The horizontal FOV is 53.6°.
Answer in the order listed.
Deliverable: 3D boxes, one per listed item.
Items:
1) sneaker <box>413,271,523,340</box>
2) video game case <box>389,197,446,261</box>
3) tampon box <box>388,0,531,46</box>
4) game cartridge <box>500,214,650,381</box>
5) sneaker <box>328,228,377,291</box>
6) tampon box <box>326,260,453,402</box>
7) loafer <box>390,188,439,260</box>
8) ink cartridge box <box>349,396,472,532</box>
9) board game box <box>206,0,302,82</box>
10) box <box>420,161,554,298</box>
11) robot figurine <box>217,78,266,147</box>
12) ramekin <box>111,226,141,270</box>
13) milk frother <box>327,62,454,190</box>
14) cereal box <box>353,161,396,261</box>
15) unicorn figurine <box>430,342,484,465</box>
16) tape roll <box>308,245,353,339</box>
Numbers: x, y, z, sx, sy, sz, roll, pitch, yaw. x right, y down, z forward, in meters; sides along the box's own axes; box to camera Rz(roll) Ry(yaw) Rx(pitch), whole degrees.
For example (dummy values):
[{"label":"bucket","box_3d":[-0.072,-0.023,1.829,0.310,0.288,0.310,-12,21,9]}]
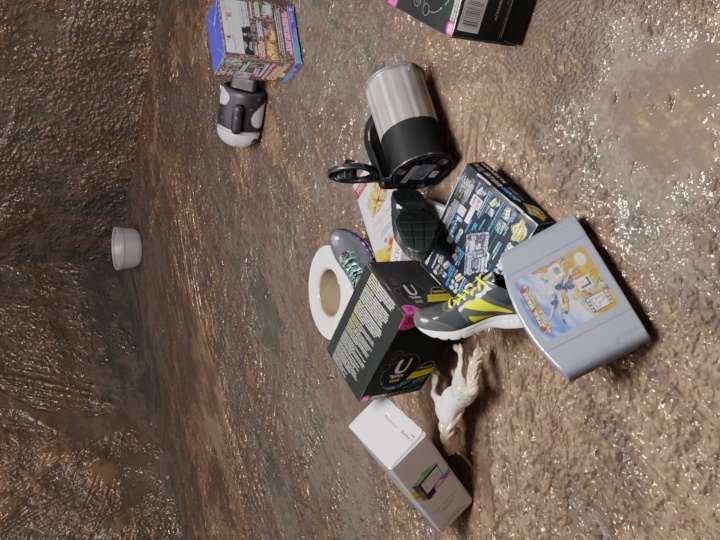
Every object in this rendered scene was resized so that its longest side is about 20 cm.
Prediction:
[{"label":"sneaker","box_3d":[0.173,0.042,1.043,0.075,0.197,0.086,-88,-13,-65]},{"label":"video game case","box_3d":[0.129,-0.023,1.230,0.199,0.023,0.185,27,116,42]},{"label":"tampon box","box_3d":[0.154,-0.445,1.072,0.200,0.125,0.151,49,132,47]},{"label":"game cartridge","box_3d":[0.271,0.036,0.941,0.202,0.132,0.042,67,-172,30]},{"label":"sneaker","box_3d":[0.000,0.000,1.378,0.074,0.087,0.201,-39,80,15]},{"label":"tampon box","box_3d":[0.060,0.099,1.195,0.127,0.149,0.201,53,132,35]},{"label":"loafer","box_3d":[0.086,-0.062,1.161,0.201,0.072,0.073,-91,4,-60]},{"label":"ink cartridge box","box_3d":[0.085,0.327,1.215,0.145,0.084,0.201,32,159,55]},{"label":"board game box","box_3d":[-0.258,-0.557,1.725,0.097,0.198,0.162,-29,67,58]},{"label":"box","box_3d":[0.188,-0.041,1.105,0.159,0.046,0.201,47,130,33]},{"label":"robot figurine","box_3d":[-0.320,-0.434,1.928,0.124,0.149,0.202,30,120,31]},{"label":"ramekin","box_3d":[-1.088,-0.103,3.317,0.199,0.104,0.203,6,97,60]},{"label":"milk frother","box_3d":[0.034,-0.240,1.226,0.180,0.199,0.190,-32,64,35]},{"label":"cereal box","box_3d":[0.054,-0.123,1.376,0.144,0.039,0.202,-49,51,49]},{"label":"unicorn figurine","box_3d":[0.158,0.215,1.182,0.201,0.073,0.139,93,179,-51]},{"label":"tape roll","box_3d":[-0.038,0.046,1.523,0.202,0.070,0.205,7,98,60]}]
